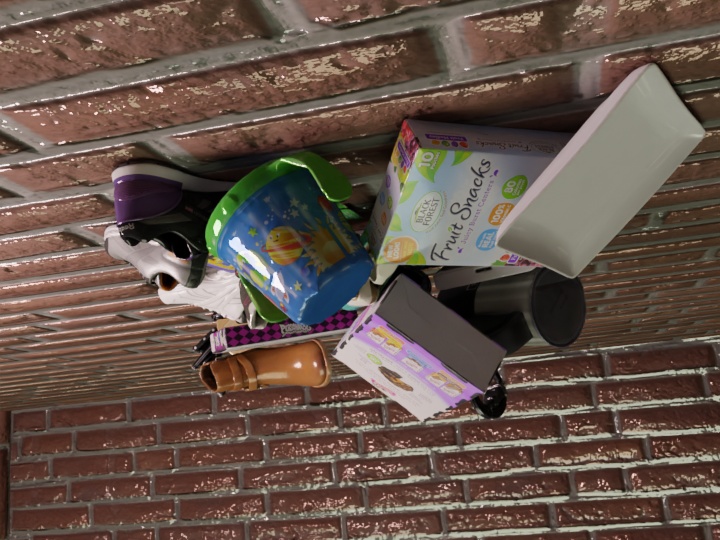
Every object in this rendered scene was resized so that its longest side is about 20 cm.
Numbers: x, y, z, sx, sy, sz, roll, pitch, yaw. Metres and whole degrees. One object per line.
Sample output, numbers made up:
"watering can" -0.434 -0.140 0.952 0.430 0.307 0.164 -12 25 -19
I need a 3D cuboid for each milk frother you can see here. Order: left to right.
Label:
"milk frother" 0.221 0.105 1.131 0.200 0.181 0.188 48 150 -22

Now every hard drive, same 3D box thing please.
"hard drive" 0.180 -0.011 1.107 0.131 0.027 0.200 -14 -177 14

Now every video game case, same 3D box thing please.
"video game case" -0.120 0.093 1.209 0.199 0.036 0.181 -8 174 -17

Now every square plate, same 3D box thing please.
"square plate" 0.226 -0.086 0.747 0.198 0.028 0.200 -50 147 17

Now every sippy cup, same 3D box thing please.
"sippy cup" -0.061 -0.021 0.781 0.140 0.130 0.178 -39 161 -8

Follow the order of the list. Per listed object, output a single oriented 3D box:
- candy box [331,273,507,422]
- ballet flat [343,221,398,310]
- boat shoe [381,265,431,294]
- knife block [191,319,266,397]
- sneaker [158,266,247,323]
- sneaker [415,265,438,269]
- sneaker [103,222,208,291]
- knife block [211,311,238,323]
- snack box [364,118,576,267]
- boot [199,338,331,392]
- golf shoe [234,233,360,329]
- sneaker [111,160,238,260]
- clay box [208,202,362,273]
"candy box" 0.070 0.109 1.049 0.168 0.072 0.200 36 153 -3
"ballet flat" 0.010 0.000 0.980 0.067 0.071 0.200 17 133 -14
"boat shoe" 0.000 0.000 1.080 0.199 0.075 0.062 21 159 17
"knife block" -0.198 0.129 1.400 0.199 0.176 0.064 -7 168 8
"sneaker" -0.200 0.036 1.126 0.199 0.100 0.078 -10 -159 29
"sneaker" 0.103 -0.043 1.021 0.082 0.071 0.200 -11 173 4
"sneaker" -0.246 -0.017 0.932 0.074 0.080 0.200 7 177 -43
"knife block" -0.140 0.040 1.255 0.199 0.064 0.176 -4 168 -6
"snack box" 0.119 -0.070 0.783 0.199 0.053 0.143 1 132 -22
"boot" -0.144 0.147 1.194 0.155 0.077 0.200 -6 -175 -31
"golf shoe" -0.069 0.008 0.915 0.077 0.088 0.200 11 157 -39
"sneaker" -0.168 -0.049 0.831 0.200 0.088 0.076 7 162 -43
"clay box" -0.106 -0.043 0.973 0.199 0.048 0.115 -10 166 23
